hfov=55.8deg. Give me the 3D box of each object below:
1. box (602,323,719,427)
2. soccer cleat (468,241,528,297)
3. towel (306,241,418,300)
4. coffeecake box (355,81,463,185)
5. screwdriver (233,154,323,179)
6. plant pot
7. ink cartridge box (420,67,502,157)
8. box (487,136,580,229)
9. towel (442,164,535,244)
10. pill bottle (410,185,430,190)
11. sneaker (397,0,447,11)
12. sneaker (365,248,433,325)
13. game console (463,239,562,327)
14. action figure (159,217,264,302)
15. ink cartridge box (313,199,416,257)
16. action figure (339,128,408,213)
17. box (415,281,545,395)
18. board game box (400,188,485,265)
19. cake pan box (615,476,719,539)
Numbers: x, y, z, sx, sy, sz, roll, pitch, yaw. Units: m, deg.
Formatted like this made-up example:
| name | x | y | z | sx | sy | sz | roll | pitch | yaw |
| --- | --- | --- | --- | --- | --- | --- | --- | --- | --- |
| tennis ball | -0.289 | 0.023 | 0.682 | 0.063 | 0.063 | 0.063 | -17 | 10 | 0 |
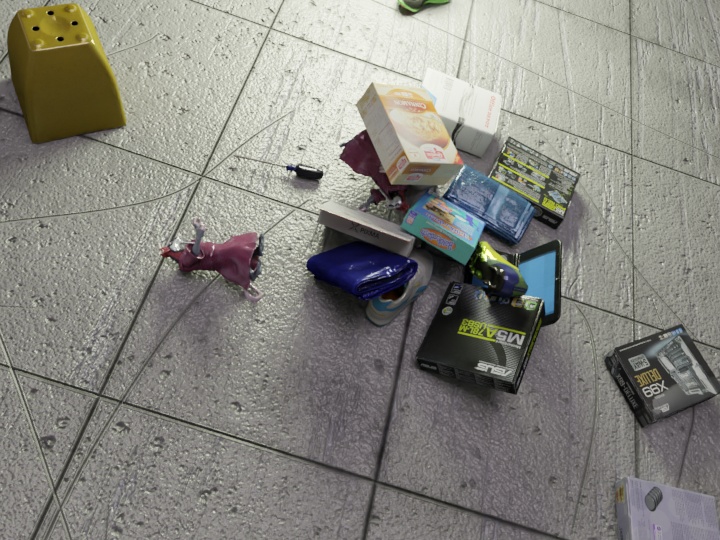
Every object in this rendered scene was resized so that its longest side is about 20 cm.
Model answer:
| name | x | y | z | sx | sy | sz | roll | pitch | yaw |
| --- | --- | --- | --- | --- | --- | --- | --- | --- | --- |
| box | 0.619 | 0.213 | 1.394 | 0.197 | 0.050 | 0.160 | -13 | 64 | -22 |
| soccer cleat | 0.272 | 0.001 | 1.352 | 0.082 | 0.066 | 0.201 | 17 | 19 | -14 |
| towel | 0.000 | 0.000 | 1.303 | 0.146 | 0.050 | 0.199 | -19 | 24 | -28 |
| coffeecake box | 0.099 | -0.276 | 1.382 | 0.152 | 0.073 | 0.203 | -4 | 63 | -39 |
| screwdriver | -0.176 | -0.223 | 1.465 | 0.196 | 0.028 | 0.030 | 6 | 86 | -9 |
| plant pot | -0.599 | -0.412 | 1.364 | 0.193 | 0.201 | 0.196 | -18 | 65 | -23 |
| ink cartridge box | 0.227 | -0.378 | 1.631 | 0.197 | 0.085 | 0.146 | 20 | 56 | -2 |
| box | 0.403 | -0.209 | 1.599 | 0.198 | 0.044 | 0.161 | 28 | 57 | 4 |
| towel | 0.288 | -0.150 | 1.519 | 0.198 | 0.049 | 0.112 | 32 | 69 | 6 |
| pill bottle | 0.112 | -0.291 | 1.529 | 0.113 | 0.115 | 0.202 | -20 | 65 | -25 |
| sneaker | 0.177 | -0.770 | 1.859 | 0.198 | 0.084 | 0.077 | -29 | 69 | -28 |
| sneaker | 0.089 | 0.022 | 1.352 | 0.076 | 0.081 | 0.200 | 34 | 56 | 10 |
| game console | 0.307 | 0.021 | 1.388 | 0.168 | 0.119 | 0.203 | 16 | 56 | -5 |
| action figure | -0.281 | -0.023 | 1.292 | 0.196 | 0.134 | 0.152 | -2 | 101 | -1 |
| ink cartridge box | 0.010 | -0.081 | 1.341 | 0.197 | 0.045 | 0.176 | 21 | 13 | 7 |
| action figure | 0.046 | -0.208 | 1.456 | 0.201 | 0.134 | 0.148 | 55 | 42 | 1 |
| box | 0.230 | 0.122 | 1.293 | 0.197 | 0.048 | 0.194 | 12 | 52 | 29 |
| board game box | 0.176 | -0.095 | 1.410 | 0.151 | 0.045 | 0.200 | 32 | 24 | 6 |
| cake pan box | 0.551 | 0.487 | 1.208 | 0.181 | 0.053 | 0.203 | 12 | 57 | -5 |
